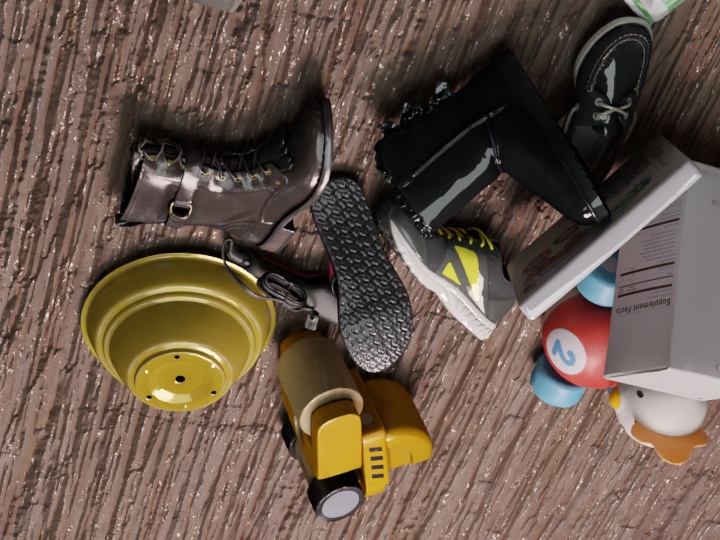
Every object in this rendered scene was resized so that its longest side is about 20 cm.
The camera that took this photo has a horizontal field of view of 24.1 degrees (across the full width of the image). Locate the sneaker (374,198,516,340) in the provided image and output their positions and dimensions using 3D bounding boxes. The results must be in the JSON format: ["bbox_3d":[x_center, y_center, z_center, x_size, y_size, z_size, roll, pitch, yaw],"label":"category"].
[{"bbox_3d":[0.090,-0.018,1.673,0.085,0.075,0.200,-43,128,4],"label":"sneaker"}]

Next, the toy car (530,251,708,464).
[{"bbox_3d":[0.284,0.113,1.727,0.175,0.201,0.186,6,131,-15],"label":"toy car"}]

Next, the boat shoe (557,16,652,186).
[{"bbox_3d":[0.222,-0.145,1.565,0.073,0.061,0.201,9,135,-18],"label":"boat shoe"}]

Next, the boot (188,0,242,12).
[{"bbox_3d":[-0.174,-0.293,1.361,0.197,0.073,0.182,12,144,-11],"label":"boot"}]

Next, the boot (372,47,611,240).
[{"bbox_3d":[0.114,-0.088,1.528,0.162,0.199,0.073,-34,164,9],"label":"boot"}]

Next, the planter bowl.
[{"bbox_3d":[-0.181,0.082,1.690,0.198,0.084,0.202,-4,137,-4],"label":"planter bowl"}]

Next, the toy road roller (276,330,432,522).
[{"bbox_3d":[-0.004,0.154,1.776,0.144,0.123,0.201,-17,137,-13],"label":"toy road roller"}]

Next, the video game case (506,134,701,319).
[{"bbox_3d":[0.221,-0.044,1.567,0.200,0.182,0.024,-41,98,9],"label":"video game case"}]

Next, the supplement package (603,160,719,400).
[{"bbox_3d":[0.324,0.014,1.622,0.120,0.203,0.120,13,168,-21],"label":"supplement package"}]

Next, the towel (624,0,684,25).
[{"bbox_3d":[0.289,-0.315,1.454,0.199,0.024,0.152,-36,128,22],"label":"towel"}]

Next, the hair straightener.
[{"bbox_3d":[-0.055,0.021,1.669,0.199,0.077,0.041,30,109,-29],"label":"hair straightener"}]

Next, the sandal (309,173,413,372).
[{"bbox_3d":[0.000,0.000,1.652,0.074,0.045,0.202,-17,103,-6],"label":"sandal"}]

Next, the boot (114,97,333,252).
[{"bbox_3d":[-0.127,-0.094,1.555,0.172,0.070,0.201,13,131,-21],"label":"boot"}]
